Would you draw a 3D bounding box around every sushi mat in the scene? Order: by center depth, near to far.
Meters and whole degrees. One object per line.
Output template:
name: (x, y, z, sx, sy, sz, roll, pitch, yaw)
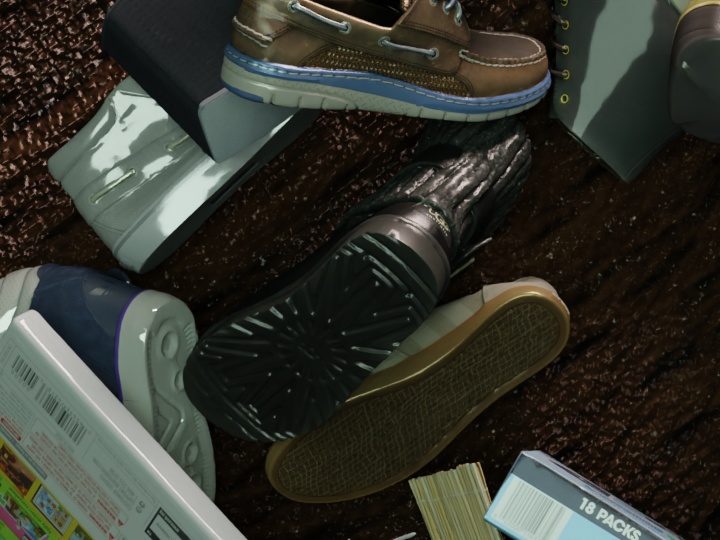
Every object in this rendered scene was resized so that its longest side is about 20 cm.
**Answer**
sushi mat: (0.077, 0.207, 1.604, 0.012, 0.096, 0.201, -16, 85, -23)

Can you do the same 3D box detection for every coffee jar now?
coffee jar: (0.233, -0.152, 1.552, 0.104, 0.086, 0.201, 13, 51, 13)

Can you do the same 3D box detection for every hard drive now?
hard drive: (-0.042, -0.164, 1.613, 0.200, 0.042, 0.135, -39, 56, -9)

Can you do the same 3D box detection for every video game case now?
video game case: (-0.158, 0.150, 1.605, 0.200, 0.023, 0.182, 46, 130, 14)

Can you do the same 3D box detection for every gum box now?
gum box: (0.154, 0.159, 1.540, 0.169, 0.200, 0.045, 31, 91, 7)

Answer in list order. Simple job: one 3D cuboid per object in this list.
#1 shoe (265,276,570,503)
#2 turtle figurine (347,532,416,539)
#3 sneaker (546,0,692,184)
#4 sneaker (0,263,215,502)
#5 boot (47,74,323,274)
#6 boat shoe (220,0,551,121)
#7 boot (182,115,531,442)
shoe: (0.032, 0.067, 1.638, 0.199, 0.053, 0.070, -32, 117, 9)
turtle figurine: (-0.007, 0.243, 1.607, 0.200, 0.101, 0.150, -40, 65, 20)
sneaker: (0.121, -0.150, 1.619, 0.106, 0.075, 0.200, -43, 85, 2)
sneaker: (-0.166, 0.094, 1.655, 0.146, 0.080, 0.201, 10, 110, 31)
boot: (-0.090, -0.098, 1.644, 0.200, 0.074, 0.096, -43, 83, 1)
boat shoe: (0.023, -0.126, 1.547, 0.199, 0.072, 0.073, -2, 115, -32)
boot: (0.002, 0.002, 1.605, 0.211, 0.158, 0.079, -34, 104, 37)
